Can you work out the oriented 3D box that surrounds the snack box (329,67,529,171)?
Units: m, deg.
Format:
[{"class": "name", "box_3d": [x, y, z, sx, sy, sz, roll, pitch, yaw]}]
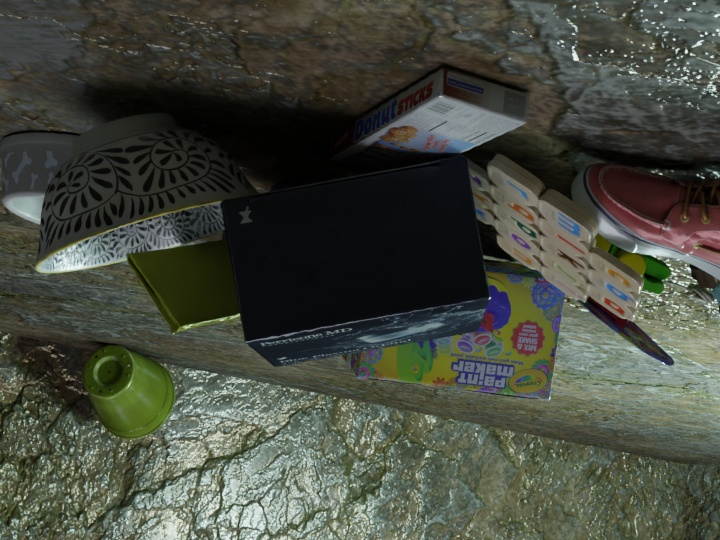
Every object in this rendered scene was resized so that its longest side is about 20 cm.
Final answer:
[{"class": "snack box", "box_3d": [0.046, -0.106, 0.912, 0.071, 0.025, 0.199, 12, 168, -22]}]

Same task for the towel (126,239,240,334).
[{"class": "towel", "box_3d": [-0.124, 0.009, 1.108, 0.018, 0.086, 0.199, -49, 160, 29]}]

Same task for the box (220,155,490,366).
[{"class": "box", "box_3d": [0.000, 0.000, 1.006, 0.193, 0.120, 0.200, -10, 169, 1]}]

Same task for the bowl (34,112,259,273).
[{"class": "bowl", "box_3d": [-0.184, -0.072, 1.003, 0.198, 0.096, 0.201, -17, 177, -1]}]

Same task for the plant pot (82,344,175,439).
[{"class": "plant pot", "box_3d": [-0.557, 0.268, 2.823, 0.197, 0.203, 0.193, 5, 157, 14]}]

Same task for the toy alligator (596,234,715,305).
[{"class": "toy alligator", "box_3d": [0.234, -0.001, 1.095, 0.198, 0.055, 0.059, 30, -163, -17]}]

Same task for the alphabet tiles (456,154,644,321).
[{"class": "alphabet tiles", "box_3d": [0.152, -0.031, 1.006, 0.195, 0.015, 0.200, 36, 170, 18]}]

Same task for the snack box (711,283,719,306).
[{"class": "snack box", "box_3d": [0.411, 0.017, 1.066, 0.198, 0.037, 0.116, 18, 127, -40]}]

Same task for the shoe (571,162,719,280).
[{"class": "shoe", "box_3d": [0.268, -0.050, 0.937, 0.197, 0.072, 0.091, 22, 145, -13]}]

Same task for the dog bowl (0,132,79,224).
[{"class": "dog bowl", "box_3d": [-0.264, -0.077, 1.201, 0.196, 0.060, 0.200, 8, 168, 2]}]

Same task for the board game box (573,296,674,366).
[{"class": "board game box", "box_3d": [0.236, 0.011, 1.172, 0.157, 0.039, 0.200, 26, -163, -43]}]

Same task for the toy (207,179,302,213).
[{"class": "toy", "box_3d": [-0.049, -0.059, 1.160, 0.113, 0.048, 0.200, 0, 171, 22]}]

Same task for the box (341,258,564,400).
[{"class": "box", "box_3d": [0.086, 0.049, 1.259, 0.196, 0.124, 0.193, 7, -175, -9]}]

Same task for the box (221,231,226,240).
[{"class": "box", "box_3d": [-0.056, -0.005, 1.444, 0.196, 0.041, 0.137, 6, 167, 13]}]

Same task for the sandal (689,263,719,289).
[{"class": "sandal", "box_3d": [0.337, -0.006, 1.102, 0.079, 0.058, 0.200, 2, 167, 31]}]

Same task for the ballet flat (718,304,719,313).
[{"class": "ballet flat", "box_3d": [0.438, 0.051, 1.193, 0.196, 0.070, 0.068, 0, -176, -17]}]
